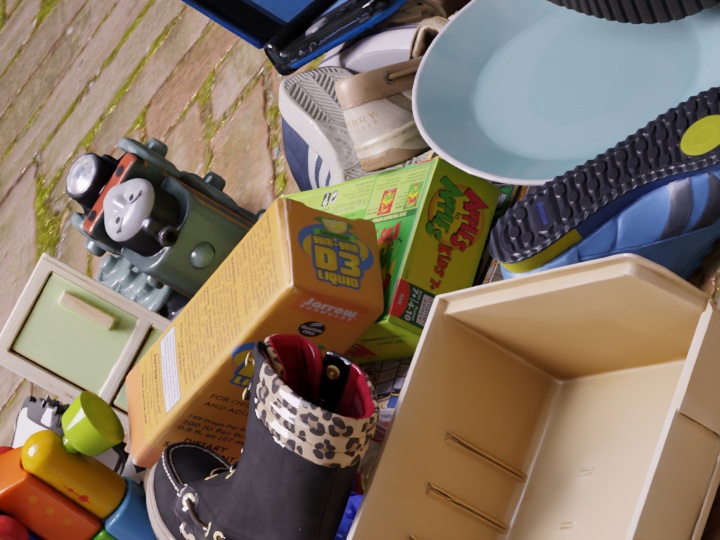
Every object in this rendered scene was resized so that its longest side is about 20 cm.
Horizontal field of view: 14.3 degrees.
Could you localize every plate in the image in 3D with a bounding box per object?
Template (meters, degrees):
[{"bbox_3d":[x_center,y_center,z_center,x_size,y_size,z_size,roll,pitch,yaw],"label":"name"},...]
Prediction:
[{"bbox_3d":[0.127,-0.111,1.617,0.199,0.026,0.201,-14,41,12],"label":"plate"}]

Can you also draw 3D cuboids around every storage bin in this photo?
[{"bbox_3d":[0.091,0.110,1.449,0.198,0.093,0.201,-15,49,60],"label":"storage bin"}]

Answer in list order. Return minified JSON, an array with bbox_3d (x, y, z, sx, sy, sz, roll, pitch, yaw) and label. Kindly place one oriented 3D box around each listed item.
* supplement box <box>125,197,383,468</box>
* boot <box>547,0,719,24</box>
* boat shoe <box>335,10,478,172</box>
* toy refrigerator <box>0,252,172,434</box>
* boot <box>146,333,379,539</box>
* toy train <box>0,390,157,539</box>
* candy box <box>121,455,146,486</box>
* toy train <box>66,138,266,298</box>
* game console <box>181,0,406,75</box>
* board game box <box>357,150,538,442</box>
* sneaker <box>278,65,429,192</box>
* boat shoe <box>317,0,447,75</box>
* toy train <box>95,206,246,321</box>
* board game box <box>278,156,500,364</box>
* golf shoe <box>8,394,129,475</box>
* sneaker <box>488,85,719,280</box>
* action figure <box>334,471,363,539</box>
[{"bbox_3d":[-0.064,0.043,1.654,0.200,0.066,0.069,-50,36,41],"label":"supplement box"},{"bbox_3d":[0.191,-0.215,1.606,0.199,0.078,0.139,3,55,29],"label":"boot"},{"bbox_3d":[0.063,-0.125,1.708,0.071,0.065,0.200,-18,11,46],"label":"boat shoe"},{"bbox_3d":[-0.130,0.069,1.800,0.076,0.199,0.070,-61,5,-5],"label":"toy refrigerator"},{"bbox_3d":[-0.054,0.106,1.576,0.200,0.073,0.151,-126,48,-59],"label":"boot"},{"bbox_3d":[-0.192,0.115,1.720,0.116,0.200,0.085,-43,28,21],"label":"toy train"},{"bbox_3d":[-0.151,0.239,1.825,0.168,0.071,0.200,-53,24,15],"label":"candy box"},{"bbox_3d":[-0.098,-0.014,1.848,0.086,0.200,0.114,-57,38,1],"label":"toy train"},{"bbox_3d":[-0.014,-0.233,1.935,0.170,0.119,0.200,-26,14,46],"label":"game console"},{"bbox_3d":[0.064,0.002,1.690,0.151,0.046,0.201,-6,58,63],"label":"board game box"},{"bbox_3d":[0.006,-0.049,1.857,0.200,0.074,0.085,-121,23,-47],"label":"sneaker"},{"bbox_3d":[0.028,-0.152,1.921,0.200,0.071,0.070,-14,53,68],"label":"boat shoe"},{"bbox_3d":[-0.118,0.002,2.032,0.114,0.085,0.200,-49,21,-4],"label":"toy train"},{"bbox_3d":[0.000,0.000,1.694,0.200,0.047,0.102,-11,58,61],"label":"board game box"},{"bbox_3d":[-0.204,0.147,1.840,0.095,0.077,0.200,-63,-1,-25],"label":"golf shoe"},{"bbox_3d":[0.167,-0.033,1.512,0.199,0.079,0.066,-30,30,18],"label":"sneaker"},{"bbox_3d":[-0.013,0.121,1.648,0.065,0.099,0.200,-28,14,-18],"label":"action figure"}]
